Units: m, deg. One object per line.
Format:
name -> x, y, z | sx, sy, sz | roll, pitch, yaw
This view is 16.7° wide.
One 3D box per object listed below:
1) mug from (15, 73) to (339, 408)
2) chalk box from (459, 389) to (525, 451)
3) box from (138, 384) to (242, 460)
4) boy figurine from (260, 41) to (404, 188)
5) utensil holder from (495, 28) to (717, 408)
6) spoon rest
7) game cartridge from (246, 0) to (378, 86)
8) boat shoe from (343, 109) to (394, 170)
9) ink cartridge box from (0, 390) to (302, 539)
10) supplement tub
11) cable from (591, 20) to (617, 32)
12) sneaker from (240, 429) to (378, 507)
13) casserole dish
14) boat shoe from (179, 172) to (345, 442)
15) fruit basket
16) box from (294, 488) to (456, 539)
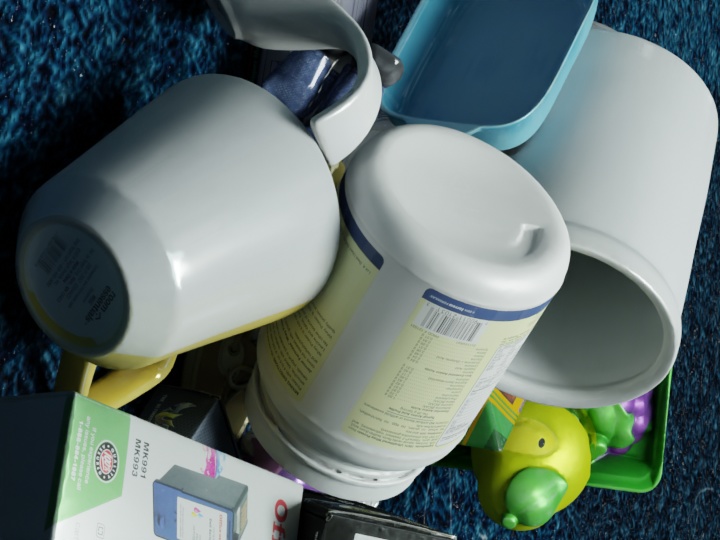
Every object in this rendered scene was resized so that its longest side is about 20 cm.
mug -> -0.111, 0.000, 1.384 | 0.153, 0.149, 0.188 | -32, 120, -50
chalk box -> 0.053, 0.011, 1.762 | 0.201, 0.123, 0.125 | 76, 32, -41
box -> -0.131, 0.195, 1.509 | 0.200, 0.051, 0.158 | -59, 147, -39
boy figurine -> -0.057, -0.062, 1.523 | 0.201, 0.124, 0.064 | -57, -175, -11
utensil holder -> 0.146, -0.038, 1.641 | 0.170, 0.169, 0.201 | 71, 28, -46
spoon rest -> -0.043, -0.146, 1.451 | 0.060, 0.200, 0.100 | -29, 142, -7
game cartridge -> -0.028, -0.172, 1.632 | 0.129, 0.038, 0.201 | 9, 90, -62
boat shoe -> 0.004, 0.000, 1.642 | 0.074, 0.086, 0.203 | 10, 108, -35
ink cartridge box -> -0.130, 0.166, 1.370 | 0.200, 0.087, 0.146 | 30, 61, -47
supplement tub -> 0.023, 0.028, 1.481 | 0.145, 0.145, 0.200 | -43, 167, -54
cable -> 0.141, -0.091, 1.832 | 0.069, 0.199, 0.201 | 5, 96, -60
sneaker -> -0.043, 0.167, 1.651 | 0.089, 0.080, 0.200 | -64, 164, -10
casserole dish -> 0.089, -0.145, 1.623 | 0.039, 0.120, 0.201 | 72, 35, -45
boat shoe -> -0.058, 0.027, 1.576 | 0.202, 0.063, 0.073 | -68, 156, -3
fruit basket -> 0.136, 0.108, 1.886 | 0.215, 0.214, 0.157 | -16, 113, -64
box -> -0.028, 0.239, 1.482 | 0.164, 0.086, 0.201 | -173, -84, -71
